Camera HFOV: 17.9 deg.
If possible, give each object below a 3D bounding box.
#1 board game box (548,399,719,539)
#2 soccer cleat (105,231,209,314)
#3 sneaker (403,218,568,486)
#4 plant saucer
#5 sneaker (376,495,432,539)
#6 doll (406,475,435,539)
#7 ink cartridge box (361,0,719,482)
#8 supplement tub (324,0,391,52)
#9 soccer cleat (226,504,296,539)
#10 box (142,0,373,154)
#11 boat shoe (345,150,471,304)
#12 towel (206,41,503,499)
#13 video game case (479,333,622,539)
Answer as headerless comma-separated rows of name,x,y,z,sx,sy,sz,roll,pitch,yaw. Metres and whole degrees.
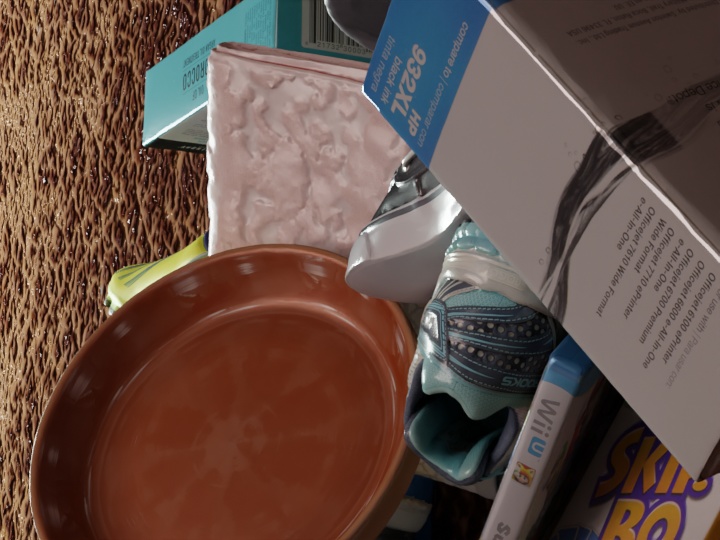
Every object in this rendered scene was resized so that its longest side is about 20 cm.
board game box,0.111,0.115,0.910,0.201,0.030,0.095,-59,26,-6
soccer cleat,-0.101,0.011,1.417,0.084,0.065,0.200,-60,21,-8
sneaker,0.046,0.052,0.966,0.200,0.077,0.087,82,-147,-67
plant saucer,-0.060,0.078,1.061,0.032,0.199,0.201,56,-170,-47
sneaker,-0.049,0.146,1.160,0.200,0.069,0.100,7,84,55
doll,-0.004,0.150,1.201,0.200,0.048,0.137,35,108,54
ink cartridge box,0.119,-0.042,0.797,0.200,0.144,0.084,51,139,27
supplement tub,0.044,-0.194,1.031,0.107,0.107,0.201,-33,35,59
soccer cleat,-0.079,0.149,1.102,0.200,0.084,0.065,-32,45,13
box,-0.053,-0.112,1.313,0.200,0.082,0.050,-22,64,61
boat shoe,0.049,-0.039,0.966,0.200,0.071,0.068,135,142,-64
towel,0.000,0.000,1.109,0.190,0.032,0.201,13,109,34
video game case,0.077,0.098,0.971,0.143,0.018,0.201,-39,-29,-60
